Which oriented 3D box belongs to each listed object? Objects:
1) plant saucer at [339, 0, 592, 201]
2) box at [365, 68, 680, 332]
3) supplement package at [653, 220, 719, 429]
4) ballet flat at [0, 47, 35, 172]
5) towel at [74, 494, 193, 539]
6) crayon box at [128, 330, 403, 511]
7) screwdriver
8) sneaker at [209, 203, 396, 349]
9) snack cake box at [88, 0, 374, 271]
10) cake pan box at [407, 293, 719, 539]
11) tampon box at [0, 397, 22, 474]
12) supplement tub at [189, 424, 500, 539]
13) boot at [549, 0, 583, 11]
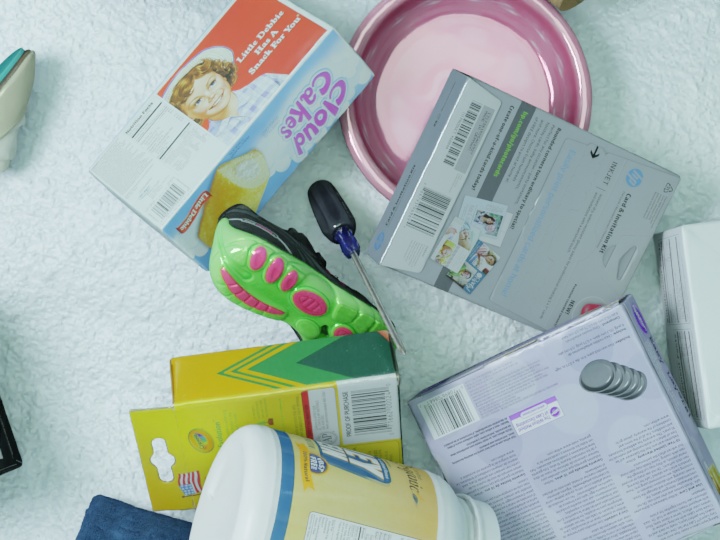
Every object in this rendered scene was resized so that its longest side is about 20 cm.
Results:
[{"bbox_3d":[0.081,-0.134,1.394,0.200,0.051,0.202,0,87,-1],"label":"plant saucer"},{"bbox_3d":[0.125,-0.043,1.345,0.199,0.041,0.156,22,99,-21],"label":"box"},{"bbox_3d":[0.342,0.031,1.363,0.199,0.111,0.157,-7,87,-3],"label":"supplement package"},{"bbox_3d":[-0.312,-0.086,1.377,0.200,0.069,0.069,-44,89,-2],"label":"ballet flat"},{"bbox_3d":[-0.128,0.240,1.340,0.199,0.049,0.112,19,42,-1],"label":"towel"},{"bbox_3d":[-0.069,0.116,1.337,0.199,0.127,0.051,-7,45,-3],"label":"crayon box"},{"bbox_3d":[0.000,0.000,1.338,0.028,0.029,0.200,-20,49,-7],"label":"screwdriver"},{"bbox_3d":[-0.038,0.013,1.336,0.077,0.200,0.084,-30,44,18],"label":"sneaker"},{"bbox_3d":[-0.100,-0.113,1.351,0.200,0.067,0.115,-50,46,-4],"label":"snack cake box"},{"bbox_3d":[0.156,0.141,1.345,0.199,0.052,0.185,-28,88,20],"label":"cake pan box"},{"bbox_3d":[-0.379,0.115,1.324,0.199,0.126,0.150,-20,87,-3],"label":"tampon box"},{"bbox_3d":[-0.013,0.204,1.285,0.199,0.145,0.145,17,86,-18],"label":"supplement tub"},{"bbox_3d":[0.181,-0.302,1.403,0.201,0.071,0.144,-33,70,-19],"label":"boot"}]
